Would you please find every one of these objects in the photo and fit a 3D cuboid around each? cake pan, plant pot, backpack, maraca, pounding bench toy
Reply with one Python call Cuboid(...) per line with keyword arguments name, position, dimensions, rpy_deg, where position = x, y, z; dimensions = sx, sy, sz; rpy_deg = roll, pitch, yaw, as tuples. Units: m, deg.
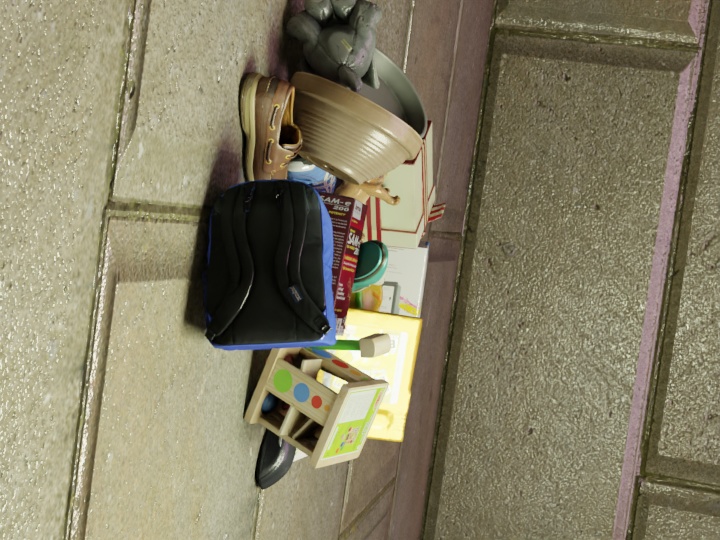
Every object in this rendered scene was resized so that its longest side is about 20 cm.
Cuboid(name="cake pan", position=(0.026, -0.284, 1.847), dimensions=(0.037, 0.200, 0.201), rpy_deg=(-36, -164, 33))
Cuboid(name="plant pot", position=(-0.022, -0.178, 1.540), dimensions=(0.093, 0.199, 0.201), rpy_deg=(-63, 166, -2))
Cuboid(name="backpack", position=(-0.111, -0.005, 1.402), dimensions=(0.168, 0.161, 0.202), rpy_deg=(71, 16, -83))
Cuboid(name="maraca", position=(-0.020, 0.026, 1.964), dimensions=(0.200, 0.106, 0.138), rpy_deg=(-113, -154, -60))
Cuboid(name="pounding bench toy", position=(-0.055, 0.151, 1.641), dimensions=(0.124, 0.155, 0.202), rpy_deg=(1, 115, -61))

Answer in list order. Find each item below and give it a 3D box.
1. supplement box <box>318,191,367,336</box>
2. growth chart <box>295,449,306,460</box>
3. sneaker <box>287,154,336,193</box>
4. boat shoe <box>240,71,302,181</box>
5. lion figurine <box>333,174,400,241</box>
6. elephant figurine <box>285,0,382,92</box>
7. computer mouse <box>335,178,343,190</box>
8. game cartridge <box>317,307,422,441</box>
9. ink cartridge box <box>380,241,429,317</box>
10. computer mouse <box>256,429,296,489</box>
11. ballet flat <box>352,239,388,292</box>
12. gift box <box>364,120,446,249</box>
Cuboid(name="supplement box", position=(-0.043, -0.007, 1.676), dimensions=(0.109, 0.060, 0.202), rpy_deg=(14, 86, -79))
Cuboid(name="growth chart", position=(-0.050, 0.246, 1.875), dimensions=(0.200, 0.018, 0.145), rpy_deg=(-49, 162, 11))
Cuboid(name="sneaker", position=(-0.068, -0.136, 1.679), dimensions=(0.200, 0.075, 0.078), rpy_deg=(10, 86, -78))
Cuboid(name="boat shoe", position=(-0.111, -0.162, 1.486), dimensions=(0.072, 0.067, 0.202), rpy_deg=(-68, 162, -47))
Cuboid(name="lion figurine", position=(-0.020, -0.115, 1.800), dimensions=(0.122, 0.073, 0.200), rpy_deg=(34, 100, -36))
Cuboid(name="elephant figurine", position=(-0.028, -0.311, 1.634), dimensions=(0.156, 0.141, 0.200), rpy_deg=(-61, 172, -13))
Cuboid(name="computer mouse", position=(-0.058, -0.116, 1.848), dimensions=(0.058, 0.034, 0.202), rpy_deg=(-18, 128, -42))
Cuboid(name="game cartridge", position=(0.000, 0.162, 1.796), dimensions=(0.032, 0.174, 0.202), rpy_deg=(-169, -93, -73))
Cuboid(name="ink cartridge box", position=(0.044, 0.042, 2.119), dimensions=(0.147, 0.144, 0.202), rpy_deg=(-52, 149, -82))
Cuboid(name="computer mouse", position=(-0.119, 0.232, 1.763), dimensions=(0.141, 0.046, 0.202), rpy_deg=(79, 23, -57))
Cuboid(name="ballet flat", position=(0.000, 0.000, 1.774), dimensions=(0.070, 0.199, 0.068), rpy_deg=(20, 67, -32))
Cuboid(name="gift box", position=(0.045, -0.150, 1.949), dimensions=(0.200, 0.183, 0.188), rpy_deg=(-58, 152, -52))
